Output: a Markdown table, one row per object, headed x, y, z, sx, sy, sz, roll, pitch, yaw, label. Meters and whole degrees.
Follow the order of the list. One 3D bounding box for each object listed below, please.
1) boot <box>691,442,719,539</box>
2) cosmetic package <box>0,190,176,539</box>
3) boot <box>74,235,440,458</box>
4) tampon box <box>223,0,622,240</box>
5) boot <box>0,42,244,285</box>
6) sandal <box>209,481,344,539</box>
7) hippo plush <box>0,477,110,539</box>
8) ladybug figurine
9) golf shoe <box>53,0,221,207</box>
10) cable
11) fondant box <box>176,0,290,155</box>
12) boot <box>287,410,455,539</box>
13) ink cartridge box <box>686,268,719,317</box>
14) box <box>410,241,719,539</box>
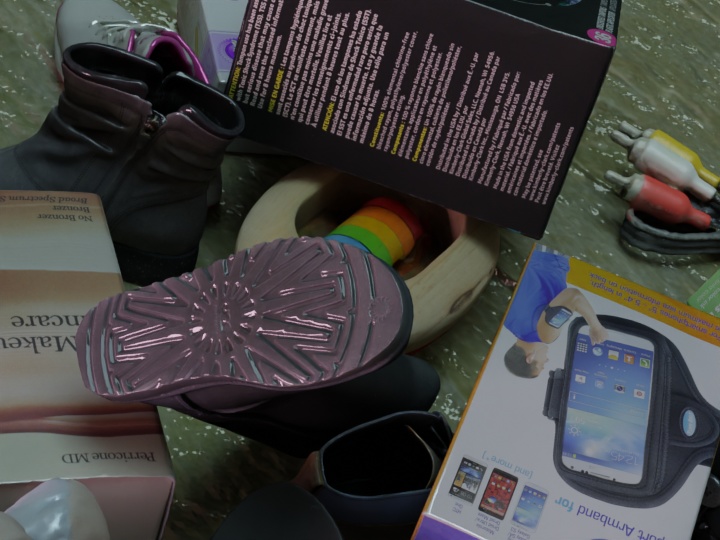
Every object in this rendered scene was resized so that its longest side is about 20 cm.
| x | y | z | sx | sy | sz | roll | pitch | yaw | label |
| --- | --- | --- | --- | --- | --- | --- | --- | --- | --- |
| 0.223 | 0.104 | 0.910 | 0.065 | 0.165 | 0.200 | -6 | 46 | -38 | boot |
| -0.165 | 0.057 | 0.880 | 0.103 | 0.088 | 0.201 | -1 | 44 | -24 | cosmetic package |
| -0.012 | 0.047 | 0.841 | 0.164 | 0.200 | 0.066 | -6 | 71 | 27 | boot |
| 0.038 | -0.131 | 1.034 | 0.199 | 0.127 | 0.150 | 19 | 28 | 1 | tampon box |
| -0.171 | -0.075 | 0.991 | 0.199 | 0.132 | 0.070 | 11 | 41 | -9 | boot |
| -0.064 | 0.179 | 0.748 | 0.075 | 0.045 | 0.201 | 22 | 67 | 18 | sandal |
| -0.204 | 0.162 | 0.738 | 0.160 | 0.159 | 0.201 | 17 | 79 | 26 | hippo plush |
| 0.000 | 0.000 | 1.019 | 0.135 | 0.072 | 0.200 | 34 | 41 | 18 | ladybug figurine |
| -0.133 | -0.125 | 1.096 | 0.075 | 0.092 | 0.200 | -11 | 47 | -29 | golf shoe |
| 0.250 | -0.033 | 1.171 | 0.199 | 0.050 | 0.097 | 21 | 41 | 4 | cable |
| -0.014 | -0.141 | 1.185 | 0.199 | 0.058 | 0.145 | 2 | 43 | -18 | fondant box |
| 0.044 | 0.117 | 0.878 | 0.199 | 0.097 | 0.075 | -5 | 59 | -24 | boot |
| 0.281 | 0.082 | 1.009 | 0.117 | 0.067 | 0.200 | 24 | 29 | -41 | ink cartridge box |
| 0.104 | 0.087 | 0.836 | 0.119 | 0.042 | 0.200 | 22 | 50 | 4 | box |
